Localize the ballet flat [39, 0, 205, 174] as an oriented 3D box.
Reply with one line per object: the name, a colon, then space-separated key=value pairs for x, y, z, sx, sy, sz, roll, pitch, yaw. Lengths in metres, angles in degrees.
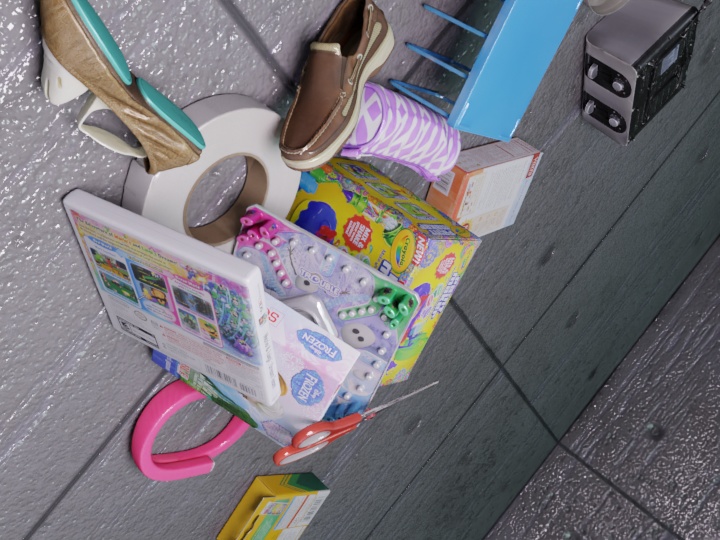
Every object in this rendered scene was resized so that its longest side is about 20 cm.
ballet flat: x=-0.202 y=-0.142 z=0.624 sx=0.072 sy=0.068 sz=0.200 roll=-32 pitch=143 yaw=4

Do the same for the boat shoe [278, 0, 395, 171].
boat shoe: x=-0.033 y=-0.193 z=0.776 sx=0.203 sy=0.074 sz=0.075 roll=-67 pitch=150 yaw=-27

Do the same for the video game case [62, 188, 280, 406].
video game case: x=-0.167 y=0.028 z=0.720 sx=0.024 sy=0.199 sz=0.183 roll=-52 pitch=155 yaw=-35

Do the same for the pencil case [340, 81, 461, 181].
pencil case: x=0.045 y=-0.160 z=0.926 sx=0.200 sy=0.084 sz=0.086 roll=3 pitch=86 yaw=-54

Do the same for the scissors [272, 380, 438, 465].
scissors: x=-0.003 y=0.159 z=0.836 sx=0.199 sy=0.014 sz=0.073 roll=-15 pitch=151 yaw=-39

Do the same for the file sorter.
file sorter: x=0.143 y=-0.272 z=0.910 sx=0.138 sy=0.123 sz=0.201 roll=-2 pitch=123 yaw=-53

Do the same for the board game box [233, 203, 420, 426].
board game box: x=-0.061 y=0.058 z=0.829 sx=0.026 sy=0.199 sz=0.201 roll=-49 pitch=166 yaw=-54

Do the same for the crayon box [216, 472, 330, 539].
crayon box: x=-0.147 y=0.396 z=1.282 sx=0.126 sy=0.052 sz=0.200 roll=-57 pitch=151 yaw=6

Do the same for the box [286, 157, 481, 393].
box: x=0.000 y=0.000 z=0.926 sx=0.122 sy=0.192 sz=0.201 roll=-2 pitch=123 yaw=-54

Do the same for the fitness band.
fitness band: x=-0.207 y=0.198 z=1.004 sx=0.200 sy=0.037 sz=0.144 roll=9 pitch=114 yaw=-58

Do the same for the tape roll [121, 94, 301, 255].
tape roll: x=-0.145 y=-0.079 z=0.797 sx=0.202 sy=0.037 sz=0.203 roll=-36 pitch=147 yaw=-28

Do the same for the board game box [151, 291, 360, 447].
board game box: x=-0.116 y=0.088 z=0.801 sx=0.041 sy=0.199 sz=0.200 roll=-55 pitch=174 yaw=-36

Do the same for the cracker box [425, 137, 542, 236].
cracker box: x=0.180 y=-0.118 z=1.190 sx=0.199 sy=0.058 sz=0.134 roll=-19 pitch=137 yaw=-43

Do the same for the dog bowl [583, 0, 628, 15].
dog bowl: x=0.347 y=-0.454 z=1.068 sx=0.200 sy=0.059 sz=0.201 roll=-36 pitch=147 yaw=-28

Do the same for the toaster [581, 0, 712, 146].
toaster: x=0.452 y=-0.337 z=1.278 sx=0.200 sy=0.119 sz=0.181 roll=-44 pitch=150 yaw=-15
